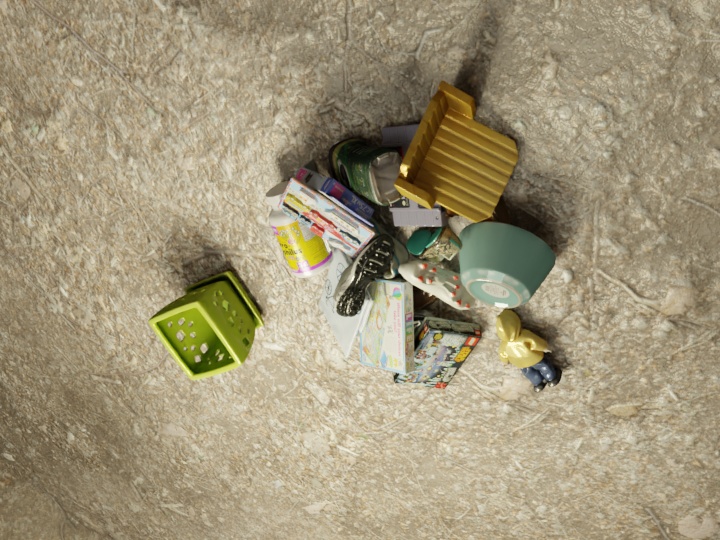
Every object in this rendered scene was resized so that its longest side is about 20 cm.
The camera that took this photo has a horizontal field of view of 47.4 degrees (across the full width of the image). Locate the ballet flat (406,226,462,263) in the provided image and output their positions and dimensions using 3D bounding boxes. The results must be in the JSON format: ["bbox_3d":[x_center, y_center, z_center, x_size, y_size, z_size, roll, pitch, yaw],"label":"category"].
[{"bbox_3d":[0.155,-0.046,1.679,0.075,0.068,0.200,34,169,-12],"label":"ballet flat"}]

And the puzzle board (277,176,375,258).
[{"bbox_3d":[-0.075,-0.103,1.683,0.199,0.018,0.151,33,157,-5],"label":"puzzle board"}]

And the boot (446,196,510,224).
[{"bbox_3d":[0.194,-0.127,1.643,0.155,0.077,0.201,-34,101,38],"label":"boot"}]

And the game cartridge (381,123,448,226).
[{"bbox_3d":[0.105,-0.187,1.624,0.128,0.038,0.203,1,106,37],"label":"game cartridge"}]

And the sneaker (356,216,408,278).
[{"bbox_3d":[0.012,-0.062,1.777,0.199,0.081,0.077,35,130,0],"label":"sneaker"}]

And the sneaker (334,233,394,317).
[{"bbox_3d":[0.000,0.000,1.726,0.073,0.080,0.201,22,116,-28],"label":"sneaker"}]

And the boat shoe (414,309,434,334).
[{"bbox_3d":[0.092,0.156,1.899,0.198,0.068,0.074,-28,107,38],"label":"boat shoe"}]

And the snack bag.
[{"bbox_3d":[-0.036,0.073,1.864,0.190,0.021,0.202,59,144,39],"label":"snack bag"}]

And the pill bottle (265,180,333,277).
[{"bbox_3d":[-0.139,-0.093,1.817,0.103,0.105,0.202,-8,118,30],"label":"pill bottle"}]

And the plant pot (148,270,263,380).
[{"bbox_3d":[-0.369,0.127,2.035,0.198,0.182,0.200,-19,113,35],"label":"plant pot"}]

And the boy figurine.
[{"bbox_3d":[0.351,0.173,1.785,0.124,0.065,0.201,-30,105,38],"label":"boy figurine"}]

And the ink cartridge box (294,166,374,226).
[{"bbox_3d":[-0.050,-0.152,1.674,0.119,0.042,0.200,35,180,-31],"label":"ink cartridge box"}]

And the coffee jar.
[{"bbox_3d":[0.011,-0.200,1.624,0.199,0.084,0.106,31,141,58],"label":"coffee jar"}]

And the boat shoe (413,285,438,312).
[{"bbox_3d":[0.092,0.080,1.841,0.201,0.075,0.075,-24,110,37],"label":"boat shoe"}]

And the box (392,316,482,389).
[{"bbox_3d":[0.171,0.190,1.861,0.135,0.040,0.201,9,134,-21],"label":"box"}]

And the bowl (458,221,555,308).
[{"bbox_3d":[0.276,0.002,1.623,0.198,0.106,0.201,19,158,8],"label":"bowl"}]

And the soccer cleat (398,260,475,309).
[{"bbox_3d":[0.168,0.025,1.750,0.198,0.070,0.077,27,172,-33],"label":"soccer cleat"}]

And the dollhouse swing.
[{"bbox_3d":[0.186,-0.200,1.495,0.174,0.182,0.202,27,92,9],"label":"dollhouse swing"}]

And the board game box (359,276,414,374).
[{"bbox_3d":[0.056,0.116,1.803,0.133,0.034,0.204,8,105,42],"label":"board game box"}]

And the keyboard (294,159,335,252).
[{"bbox_3d":[-0.087,-0.139,1.791,0.011,0.056,0.202,2,124,42],"label":"keyboard"}]
